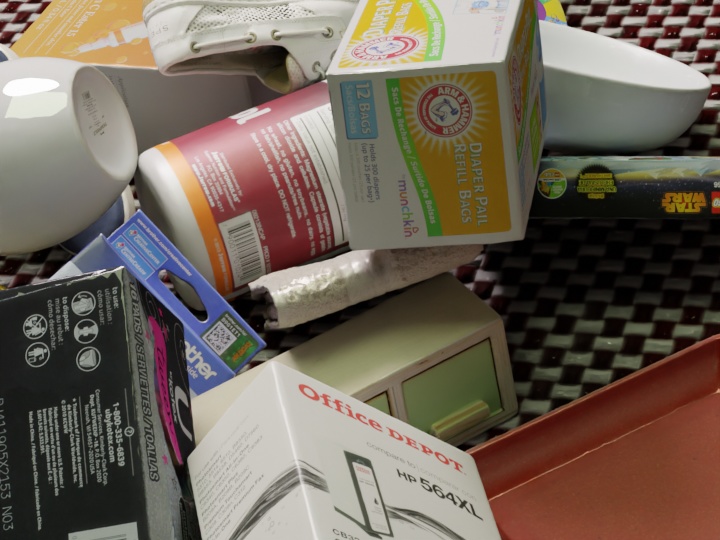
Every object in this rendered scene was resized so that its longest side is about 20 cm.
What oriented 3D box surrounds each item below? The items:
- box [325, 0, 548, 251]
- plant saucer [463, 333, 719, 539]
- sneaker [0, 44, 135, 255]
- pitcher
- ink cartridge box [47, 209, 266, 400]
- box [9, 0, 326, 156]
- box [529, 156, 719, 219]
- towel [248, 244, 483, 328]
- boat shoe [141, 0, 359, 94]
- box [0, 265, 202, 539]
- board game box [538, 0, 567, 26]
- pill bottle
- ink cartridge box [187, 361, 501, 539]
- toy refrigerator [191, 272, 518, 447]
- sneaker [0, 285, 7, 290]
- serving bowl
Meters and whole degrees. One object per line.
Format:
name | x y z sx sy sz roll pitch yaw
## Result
box | 0.050 -0.102 1.354 0.101 0.113 0.200 -3 24 11
plant saucer | 0.173 0.133 1.259 0.199 0.037 0.200 -23 37 -16
sneaker | -0.237 -0.082 1.581 0.200 0.075 0.084 46 18 22
pitcher | -0.255 -0.053 1.470 0.199 0.122 0.172 -19 16 20
ink cartridge box | -0.162 0.067 1.350 0.200 0.042 0.119 -43 88 -17
box | -0.138 -0.141 1.673 0.199 0.098 0.125 6 40 23
box | 0.154 -0.053 1.458 0.199 0.040 0.137 1 4 18
towel | 0.000 0.000 1.407 0.132 0.035 0.200 -20 1 -7
boat shoe | -0.048 -0.149 1.550 0.199 0.071 0.070 0 69 -19
box | -0.157 0.117 1.233 0.132 0.115 0.201 -11 71 9
board game box | 0.065 -0.185 1.645 0.200 0.039 0.158 -36 79 -29
pill bottle | -0.039 -0.059 1.519 0.199 0.113 0.113 -22 37 -14
ink cartridge box | 0.002 0.156 1.176 0.084 0.146 0.200 -50 30 22
toy refrigerator | -0.009 0.086 1.345 0.200 0.076 0.070 -26 38 -19
sneaker | -0.277 0.025 1.507 0.199 0.077 0.073 6 41 26
serving bowl | 0.132 -0.120 1.550 0.199 0.066 0.200 12 14 -3
